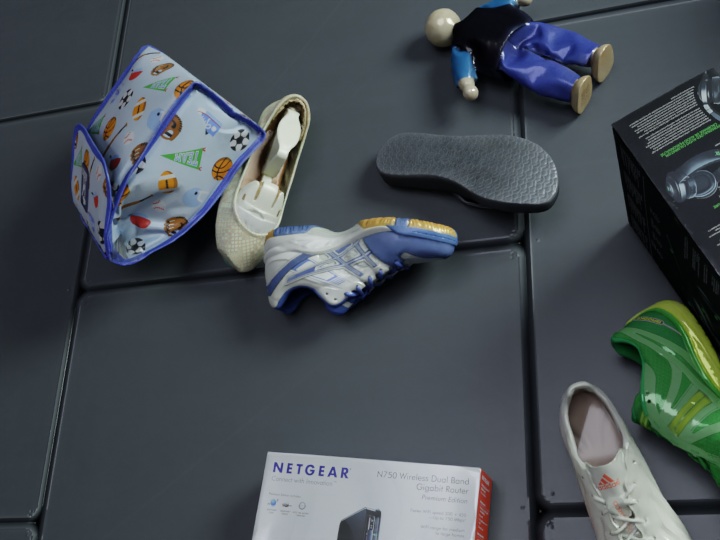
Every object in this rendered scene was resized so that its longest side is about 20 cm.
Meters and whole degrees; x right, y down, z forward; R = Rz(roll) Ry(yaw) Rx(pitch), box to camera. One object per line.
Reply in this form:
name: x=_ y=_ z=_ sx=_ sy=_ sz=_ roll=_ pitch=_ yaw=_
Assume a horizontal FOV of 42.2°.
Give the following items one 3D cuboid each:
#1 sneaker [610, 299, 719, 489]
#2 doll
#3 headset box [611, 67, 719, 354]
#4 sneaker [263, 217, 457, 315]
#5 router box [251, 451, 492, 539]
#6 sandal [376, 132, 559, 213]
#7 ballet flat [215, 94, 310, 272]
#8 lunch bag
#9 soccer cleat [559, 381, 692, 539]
sneaker: x=0.262 y=0.119 z=0.741 sx=0.083 sy=0.074 sz=0.200 roll=-24 pitch=52 yaw=6
doll: x=0.147 y=-0.224 z=0.949 sx=0.200 sy=0.048 sz=0.137 roll=29 pitch=79 yaw=28
headset box: x=0.293 y=-0.023 z=0.731 sx=0.093 sy=0.174 sz=0.200 roll=-29 pitch=59 yaw=6
sneaker: x=0.000 y=0.000 z=0.900 sx=0.199 sy=0.075 sz=0.089 roll=-6 pitch=76 yaw=26
router box: x=0.003 y=0.253 z=0.788 sx=0.199 sy=0.049 sz=0.180 roll=-1 pitch=67 yaw=20
sandal: x=0.109 y=-0.097 z=0.917 sx=0.200 sy=0.043 sz=0.076 roll=18 pitch=67 yaw=36
ballet flat: x=-0.100 y=-0.097 z=0.967 sx=0.062 sy=0.067 sz=0.201 roll=-26 pitch=47 yaw=61
lunch bag: x=-0.225 y=-0.117 z=0.980 sx=0.200 sy=0.124 sz=0.170 roll=-53 pitch=38 yaw=5
soccer cleat: x=0.205 y=0.180 z=0.729 sx=0.069 sy=0.078 sz=0.200 roll=-26 pitch=61 yaw=8
